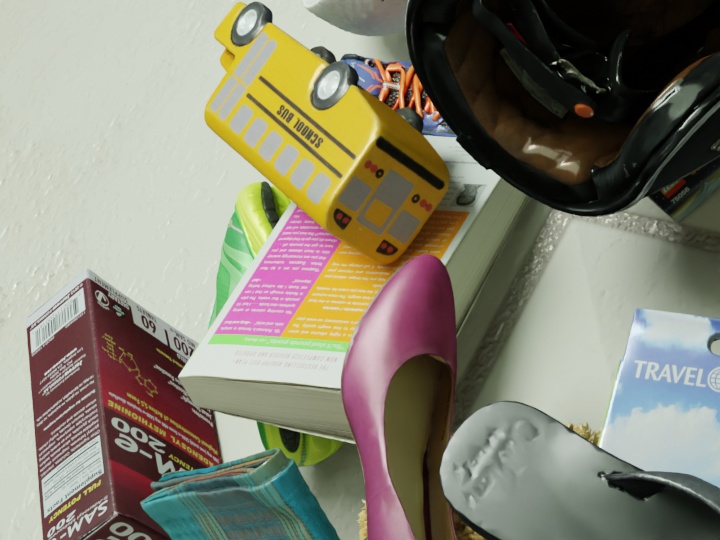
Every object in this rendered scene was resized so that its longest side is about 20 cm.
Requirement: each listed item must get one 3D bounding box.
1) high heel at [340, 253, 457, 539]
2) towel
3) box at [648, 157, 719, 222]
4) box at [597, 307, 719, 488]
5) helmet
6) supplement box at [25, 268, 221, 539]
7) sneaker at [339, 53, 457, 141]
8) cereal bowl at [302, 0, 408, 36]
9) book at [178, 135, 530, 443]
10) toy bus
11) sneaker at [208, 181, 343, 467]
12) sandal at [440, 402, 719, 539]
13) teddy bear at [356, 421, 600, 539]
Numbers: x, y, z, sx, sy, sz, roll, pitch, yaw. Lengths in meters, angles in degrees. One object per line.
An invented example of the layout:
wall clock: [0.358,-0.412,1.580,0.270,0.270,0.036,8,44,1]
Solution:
high heel: [0.037,0.091,0.833,0.096,0.067,0.202,1,78,46]
towel: [-0.022,0.177,0.817,0.022,0.201,0.146,-32,5,-31]
box: [0.207,-0.138,0.952,0.200,0.040,0.137,-43,39,15]
box: [0.154,0.121,0.767,0.121,0.048,0.201,7,64,23]
helmet: [0.133,-0.140,0.846,0.191,0.201,0.199,-46,34,-21]
supplement box: [-0.139,0.105,1.073,0.061,0.109,0.201,-37,41,19]
sneaker: [0.017,-0.097,1.090,0.199,0.078,0.076,-10,55,42]
cereal bowl: [0.049,-0.231,1.132,0.201,0.083,0.200,-55,15,21]
book: [0.000,0.000,0.996,0.133,0.048,0.201,7,49,33]
toy bus: [-0.027,-0.084,1.014,0.079,0.065,0.200,-55,39,5]
sneaker: [-0.046,0.040,1.072,0.084,0.073,0.201,-56,32,40]
sandal: [0.117,0.111,0.724,0.199,0.043,0.076,19,70,28]
teddy bear: [0.068,0.138,0.863,0.145,0.067,0.201,-38,41,16]
